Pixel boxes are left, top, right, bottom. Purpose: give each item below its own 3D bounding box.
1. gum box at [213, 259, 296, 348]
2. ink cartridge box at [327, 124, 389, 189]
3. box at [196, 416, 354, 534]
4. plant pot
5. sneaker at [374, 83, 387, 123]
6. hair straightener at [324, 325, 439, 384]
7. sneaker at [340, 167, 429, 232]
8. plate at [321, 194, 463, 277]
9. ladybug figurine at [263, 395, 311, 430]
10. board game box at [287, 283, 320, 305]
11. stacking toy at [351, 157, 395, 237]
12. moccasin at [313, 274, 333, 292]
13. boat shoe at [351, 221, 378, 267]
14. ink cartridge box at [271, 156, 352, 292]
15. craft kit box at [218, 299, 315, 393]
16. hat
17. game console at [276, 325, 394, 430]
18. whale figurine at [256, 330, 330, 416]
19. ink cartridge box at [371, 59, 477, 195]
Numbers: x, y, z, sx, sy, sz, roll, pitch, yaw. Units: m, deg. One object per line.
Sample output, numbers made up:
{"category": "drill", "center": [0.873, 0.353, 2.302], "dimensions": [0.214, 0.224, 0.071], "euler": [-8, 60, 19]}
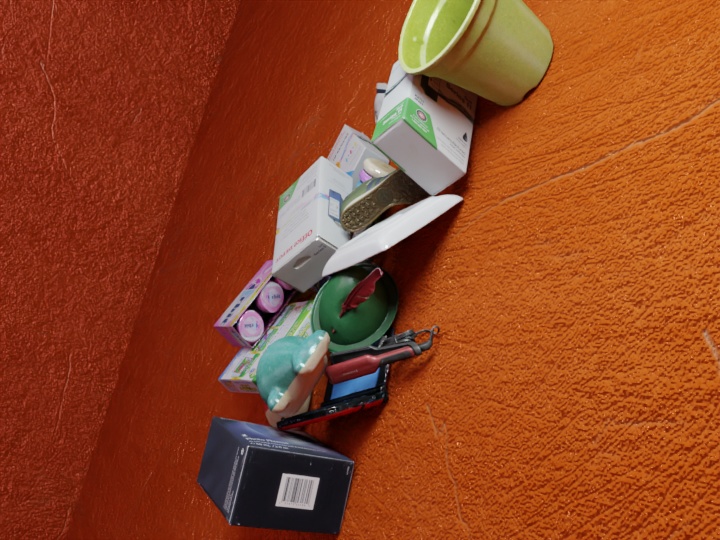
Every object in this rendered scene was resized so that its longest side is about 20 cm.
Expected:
{"category": "gum box", "center": [-0.206, 0.062, 1.382], "dimensions": [0.202, 0.066, 0.112], "euler": [-54, 22, -24]}
{"category": "ink cartridge box", "center": [-0.019, -0.230, 1.412], "dimensions": [0.117, 0.066, 0.201], "euler": [-59, 29, 17]}
{"category": "box", "center": [-0.146, 0.336, 1.102], "dimensions": [0.197, 0.195, 0.127], "euler": [3, 77, 61]}
{"category": "plant pot", "center": [0.185, -0.351, 1.001], "dimensions": [0.200, 0.181, 0.206], "euler": [-38, 40, 42]}
{"category": "sneaker", "center": [0.081, -0.319, 1.304], "dimensions": [0.200, 0.074, 0.083], "euler": [-137, 61, -66]}
{"category": "hair straightener", "center": [0.036, 0.117, 1.031], "dimensions": [0.196, 0.041, 0.078], "euler": [-24, 24, 22]}
{"category": "sneaker", "center": [0.048, -0.147, 1.173], "dimensions": [0.196, 0.068, 0.090], "euler": [-29, 26, 7]}
{"category": "plate", "center": [0.045, -0.064, 1.084], "dimensions": [0.197, 0.033, 0.198], "euler": [-33, 7, -35]}
{"category": "ladybug figurine", "center": [-0.150, 0.230, 1.326], "dimensions": [0.136, 0.070, 0.205], "euler": [-44, 36, 39]}
{"category": "board game box", "center": [-0.114, -0.025, 1.463], "dimensions": [0.101, 0.047, 0.205], "euler": [-41, 38, 41]}
{"category": "stacking toy", "center": [0.007, -0.109, 1.282], "dimensions": [0.204, 0.083, 0.086], "euler": [-65, 27, 20]}
{"category": "moccasin", "center": [-0.076, 0.000, 1.354], "dimensions": [0.081, 0.067, 0.203], "euler": [-50, 33, 31]}
{"category": "boat shoe", "center": [0.000, 0.000, 1.227], "dimensions": [0.071, 0.062, 0.206], "euler": [-4, -68, -82]}
{"category": "ink cartridge box", "center": [-0.090, -0.085, 1.245], "dimensions": [0.144, 0.086, 0.204], "euler": [-35, 38, 36]}
{"category": "craft kit box", "center": [-0.171, 0.150, 1.305], "dimensions": [0.195, 0.049, 0.202], "euler": [-16, 34, 55]}
{"category": "hat", "center": [-0.034, 0.020, 1.077], "dimensions": [0.195, 0.176, 0.169], "euler": [-23, 53, 14]}
{"category": "game console", "center": [-0.044, 0.185, 1.126], "dimensions": [0.198, 0.168, 0.122], "euler": [-29, 73, 51]}
{"category": "whale figurine", "center": [-0.110, 0.150, 1.061], "dimensions": [0.160, 0.103, 0.201], "euler": [-54, -3, -28]}
{"category": "ink cartridge box", "center": [0.110, -0.252, 1.076], "dimensions": [0.082, 0.145, 0.204], "euler": [-29, 36, 44]}
